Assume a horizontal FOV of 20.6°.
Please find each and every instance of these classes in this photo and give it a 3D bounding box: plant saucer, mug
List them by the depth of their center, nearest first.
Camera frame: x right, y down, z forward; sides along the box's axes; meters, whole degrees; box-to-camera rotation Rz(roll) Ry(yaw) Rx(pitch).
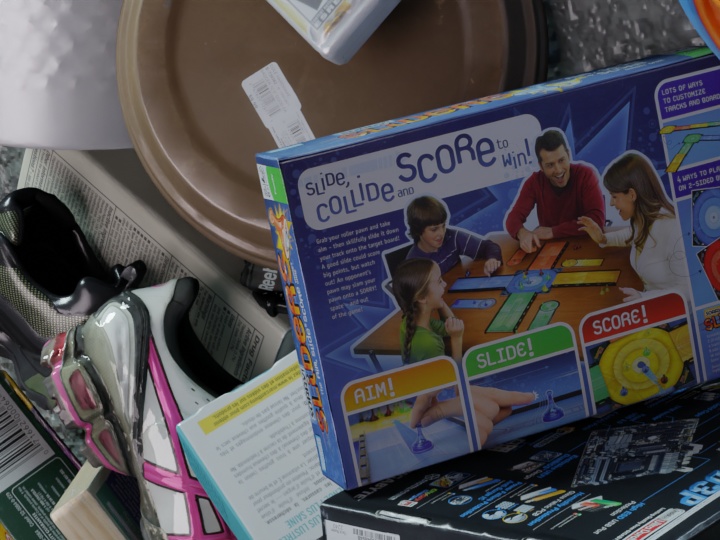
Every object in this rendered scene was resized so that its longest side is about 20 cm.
[{"bbox_3d":[-0.016,-0.098,0.885,0.199,0.029,0.202,0,89,9],"label":"plant saucer"},{"bbox_3d":[-0.115,-0.158,0.970,0.199,0.148,0.177,6,106,15],"label":"mug"}]

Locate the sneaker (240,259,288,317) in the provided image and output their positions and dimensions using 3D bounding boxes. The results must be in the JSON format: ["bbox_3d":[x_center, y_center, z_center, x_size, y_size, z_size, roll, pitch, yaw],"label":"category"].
[{"bbox_3d":[0.000,0.000,0.936,0.200,0.098,0.071,40,134,25],"label":"sneaker"}]

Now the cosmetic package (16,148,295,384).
[{"bbox_3d":[-0.095,0.003,1.046,0.200,0.073,0.104,40,129,25],"label":"cosmetic package"}]

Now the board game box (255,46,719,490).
[{"bbox_3d":[0.067,-0.004,0.807,0.034,0.199,0.136,-163,60,-70],"label":"board game box"}]

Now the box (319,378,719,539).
[{"bbox_3d":[0.106,0.091,0.800,0.158,0.199,0.046,5,108,41],"label":"box"}]

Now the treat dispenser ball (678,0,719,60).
[{"bbox_3d":[0.191,-0.136,0.635,0.200,0.200,0.202,17,117,38],"label":"treat dispenser ball"}]

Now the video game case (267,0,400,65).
[{"bbox_3d":[-0.004,-0.221,0.847,0.200,0.023,0.182,-48,69,12],"label":"video game case"}]

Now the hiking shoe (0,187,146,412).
[{"bbox_3d":[-0.186,-0.004,1.040,0.199,0.076,0.101,24,114,26],"label":"hiking shoe"}]

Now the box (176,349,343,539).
[{"bbox_3d":[0.006,0.131,0.867,0.200,0.082,0.049,54,167,24],"label":"box"}]

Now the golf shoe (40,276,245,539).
[{"bbox_3d":[-0.067,0.099,0.952,0.092,0.073,0.201,-31,98,9],"label":"golf shoe"}]

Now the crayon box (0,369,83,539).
[{"bbox_3d":[-0.157,0.175,1.129,0.200,0.058,0.173,48,161,20],"label":"crayon box"}]

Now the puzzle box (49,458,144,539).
[{"bbox_3d":[-0.076,0.173,1.008,0.025,0.133,0.200,-34,97,11],"label":"puzzle box"}]
